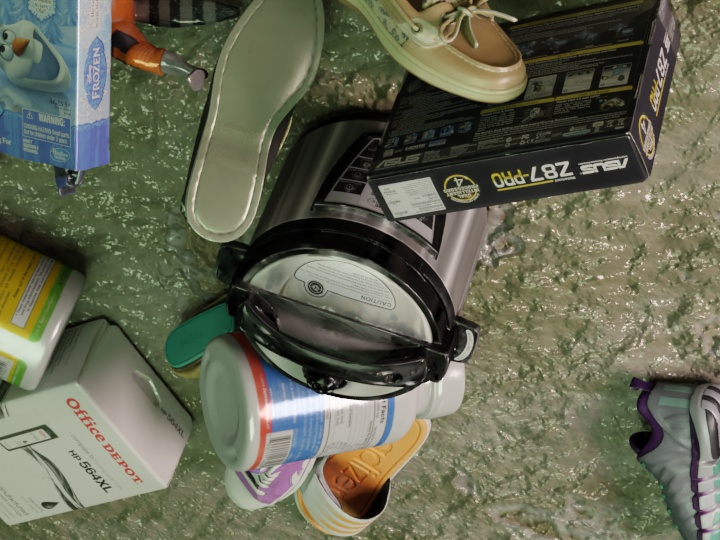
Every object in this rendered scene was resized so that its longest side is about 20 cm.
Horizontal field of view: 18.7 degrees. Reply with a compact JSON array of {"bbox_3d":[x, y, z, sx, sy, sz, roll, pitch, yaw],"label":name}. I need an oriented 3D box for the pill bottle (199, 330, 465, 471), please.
[{"bbox_3d":[-0.021,0.092,1.779,0.199,0.113,0.113,-9,143,-25],"label":"pill bottle"}]

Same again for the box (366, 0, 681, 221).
[{"bbox_3d":[0.116,-0.115,1.540,0.199,0.162,0.049,-10,131,26],"label":"box"}]

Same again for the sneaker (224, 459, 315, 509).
[{"bbox_3d":[-0.084,0.156,1.905,0.073,0.114,0.201,49,130,10],"label":"sneaker"}]

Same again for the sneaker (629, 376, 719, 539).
[{"bbox_3d":[0.273,0.170,1.844,0.087,0.074,0.201,12,128,28],"label":"sneaker"}]

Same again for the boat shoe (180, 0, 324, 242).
[{"bbox_3d":[-0.083,-0.121,1.621,0.071,0.203,0.061,21,-179,-10],"label":"boat shoe"}]

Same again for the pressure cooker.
[{"bbox_3d":[0.000,0.002,1.669,0.175,0.201,0.179,-15,127,33],"label":"pressure cooker"}]

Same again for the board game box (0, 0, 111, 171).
[{"bbox_3d":[-0.268,-0.189,1.593,0.199,0.043,0.201,14,110,31],"label":"board game box"}]

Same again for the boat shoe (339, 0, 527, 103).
[{"bbox_3d":[0.039,-0.191,1.518,0.200,0.073,0.063,40,132,17],"label":"boat shoe"}]

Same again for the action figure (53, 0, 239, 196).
[{"bbox_3d":[-0.194,-0.163,1.645,0.192,0.104,0.202,-1,102,28],"label":"action figure"}]

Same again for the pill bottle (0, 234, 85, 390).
[{"bbox_3d":[-0.345,0.012,1.868,0.199,0.111,0.111,25,136,-6],"label":"pill bottle"}]

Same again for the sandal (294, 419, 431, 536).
[{"bbox_3d":[-0.007,0.187,1.955,0.079,0.059,0.207,27,136,-8],"label":"sandal"}]

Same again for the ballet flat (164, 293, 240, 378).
[{"bbox_3d":[-0.084,0.039,1.849,0.063,0.069,0.199,18,148,-41],"label":"ballet flat"}]

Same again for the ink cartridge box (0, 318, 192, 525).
[{"bbox_3d":[-0.276,0.140,1.988,0.199,0.085,0.146,-16,126,33],"label":"ink cartridge box"}]
